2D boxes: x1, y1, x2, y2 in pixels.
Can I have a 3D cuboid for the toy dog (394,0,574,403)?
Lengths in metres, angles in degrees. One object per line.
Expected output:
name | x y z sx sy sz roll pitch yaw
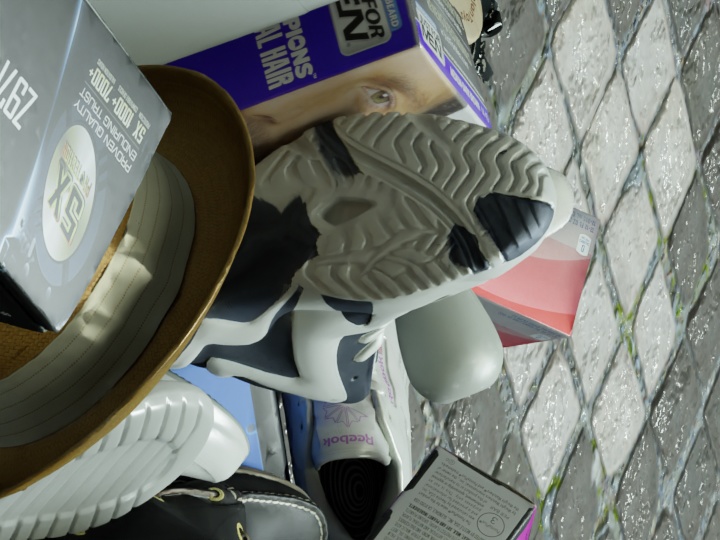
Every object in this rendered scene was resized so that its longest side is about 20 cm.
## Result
toy dog | 0.028 -0.044 1.201 0.096 0.131 0.202 8 87 -59

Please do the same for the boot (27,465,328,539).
boot | -0.057 0.133 1.136 0.199 0.150 0.074 6 98 -45

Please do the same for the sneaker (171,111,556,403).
sneaker | 0.000 0.000 1.088 0.129 0.198 0.080 25 47 -63

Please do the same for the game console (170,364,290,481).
game console | -0.086 0.102 1.283 0.170 0.118 0.201 -22 119 -26

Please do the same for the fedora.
fedora | -0.128 -0.013 0.934 0.082 0.200 0.201 45 54 -34

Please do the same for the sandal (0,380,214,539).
sandal | -0.134 0.067 1.032 0.202 0.050 0.083 -11 147 -49

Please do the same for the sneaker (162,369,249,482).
sneaker | -0.130 0.058 1.115 0.200 0.070 0.081 26 85 -41

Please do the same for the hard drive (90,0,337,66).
hard drive | -0.118 -0.110 0.979 0.132 0.199 0.026 53 22 -54

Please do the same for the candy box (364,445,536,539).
candy box | 0.002 0.198 1.258 0.200 0.061 0.137 -49 160 -33

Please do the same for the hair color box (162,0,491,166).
hair color box | -0.059 -0.064 1.084 0.109 0.199 0.065 41 30 -66

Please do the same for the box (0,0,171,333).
box | -0.185 -0.074 0.831 0.086 0.199 0.164 -64 148 -21

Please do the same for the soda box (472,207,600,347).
soda box | 0.012 -0.028 1.283 0.199 0.070 0.064 23 73 -25

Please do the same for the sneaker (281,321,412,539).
sneaker | -0.003 0.049 1.326 0.100 0.074 0.202 -147 -131 -86

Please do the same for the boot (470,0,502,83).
boot | 0.023 -0.132 1.394 0.198 0.073 0.164 23 77 -70
